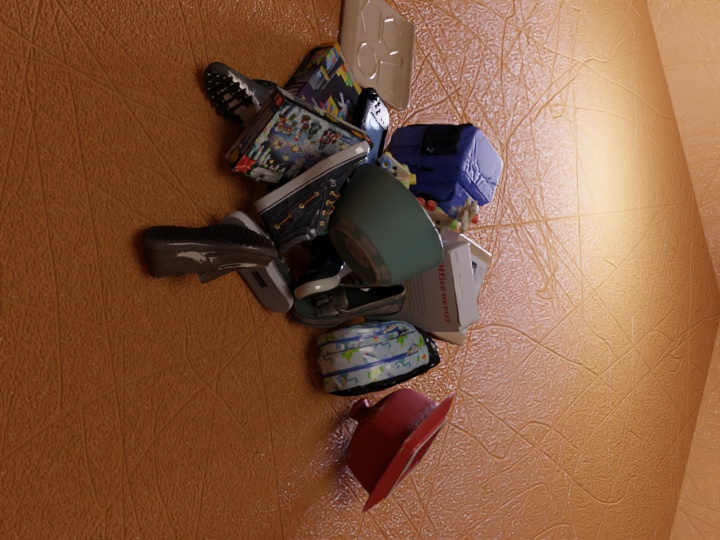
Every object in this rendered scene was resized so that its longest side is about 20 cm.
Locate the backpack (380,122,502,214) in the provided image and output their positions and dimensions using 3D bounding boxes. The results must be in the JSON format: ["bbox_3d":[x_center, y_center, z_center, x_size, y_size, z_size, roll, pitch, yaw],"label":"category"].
[{"bbox_3d":[0.135,-0.186,1.735,0.163,0.198,0.170,47,60,-50],"label":"backpack"}]

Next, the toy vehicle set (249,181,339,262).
[{"bbox_3d":[-0.102,-0.097,1.529,0.199,0.026,0.126,33,62,-50],"label":"toy vehicle set"}]

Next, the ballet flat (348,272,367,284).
[{"bbox_3d":[0.000,0.000,1.630,0.072,0.072,0.202,-11,70,-55],"label":"ballet flat"}]

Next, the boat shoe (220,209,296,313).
[{"bbox_3d":[-0.149,-0.024,1.424,0.201,0.069,0.067,59,36,-35],"label":"boat shoe"}]

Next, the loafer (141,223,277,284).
[{"bbox_3d":[-0.213,-0.021,1.301,0.197,0.073,0.072,2,116,-28],"label":"loafer"}]

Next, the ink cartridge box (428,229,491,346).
[{"bbox_3d":[0.171,0.034,1.833,0.164,0.074,0.203,25,82,-58],"label":"ink cartridge box"}]

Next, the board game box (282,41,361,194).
[{"bbox_3d":[-0.050,-0.259,1.591,0.201,0.056,0.166,59,42,-34],"label":"board game box"}]

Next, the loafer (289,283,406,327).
[{"bbox_3d":[-0.018,0.046,1.530,0.197,0.063,0.073,-4,59,-20],"label":"loafer"}]

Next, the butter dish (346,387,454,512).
[{"bbox_3d":[0.044,0.283,1.629,0.199,0.147,0.201,-34,156,-52],"label":"butter dish"}]

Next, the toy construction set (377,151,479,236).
[{"bbox_3d":[0.107,-0.114,1.609,0.092,0.198,0.132,-60,172,-56],"label":"toy construction set"}]

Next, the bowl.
[{"bbox_3d":[0.025,-0.054,1.448,0.105,0.200,0.202,-40,124,-16],"label":"bowl"}]

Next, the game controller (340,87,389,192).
[{"bbox_3d":[0.009,-0.208,1.591,0.104,0.042,0.203,37,60,-50],"label":"game controller"}]

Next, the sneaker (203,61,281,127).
[{"bbox_3d":[-0.163,-0.262,1.423,0.199,0.066,0.092,38,41,-38],"label":"sneaker"}]

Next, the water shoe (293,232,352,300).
[{"bbox_3d":[-0.066,-0.012,1.493,0.080,0.071,0.200,67,22,-8],"label":"water shoe"}]

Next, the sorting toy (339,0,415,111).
[{"bbox_3d":[0.028,-0.416,1.740,0.199,0.036,0.188,19,73,-49],"label":"sorting toy"}]

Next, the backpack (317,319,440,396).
[{"bbox_3d":[0.014,0.149,1.588,0.199,0.162,0.156,-31,105,-45],"label":"backpack"}]

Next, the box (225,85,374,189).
[{"bbox_3d":[-0.090,-0.183,1.419,0.199,0.137,0.040,18,31,-45],"label":"box"}]

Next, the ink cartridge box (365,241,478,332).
[{"bbox_3d":[0.104,0.031,1.670,0.084,0.198,0.147,-22,106,-53],"label":"ink cartridge box"}]

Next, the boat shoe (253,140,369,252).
[{"bbox_3d":[-0.057,-0.111,1.400,0.092,0.199,0.071,59,9,-4],"label":"boat shoe"}]
